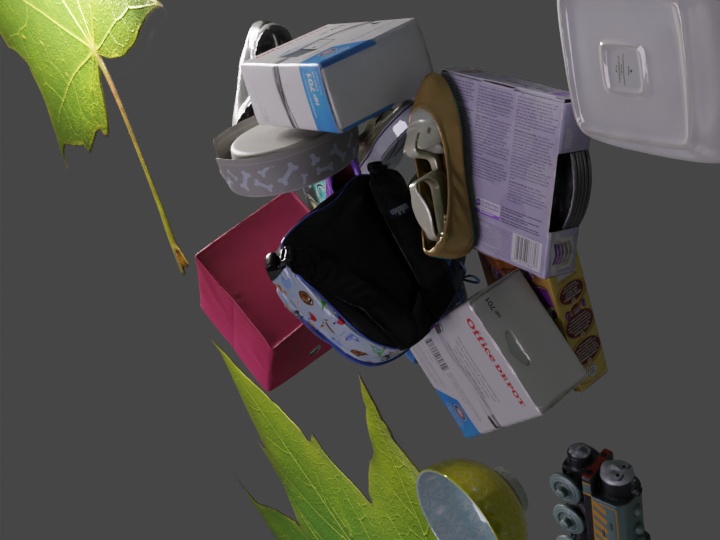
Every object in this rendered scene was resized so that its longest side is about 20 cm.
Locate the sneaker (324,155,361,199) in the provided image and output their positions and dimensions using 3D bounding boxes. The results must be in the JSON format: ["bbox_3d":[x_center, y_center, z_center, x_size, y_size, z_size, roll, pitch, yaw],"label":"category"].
[{"bbox_3d":[-0.021,-0.090,1.371,0.084,0.080,0.202,-91,-11,-59],"label":"sneaker"}]

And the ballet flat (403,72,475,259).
[{"bbox_3d":[0.079,-0.111,1.051,0.068,0.062,0.203,-12,89,57],"label":"ballet flat"}]

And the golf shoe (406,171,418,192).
[{"bbox_3d":[0.084,-0.102,1.210,0.078,0.098,0.200,24,132,-18],"label":"golf shoe"}]

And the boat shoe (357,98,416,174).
[{"bbox_3d":[0.030,-0.171,1.238,0.062,0.072,0.200,58,157,5],"label":"boat shoe"}]

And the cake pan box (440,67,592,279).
[{"bbox_3d":[0.155,-0.108,1.038,0.199,0.052,0.187,27,123,50],"label":"cake pan box"}]

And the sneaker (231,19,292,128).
[{"bbox_3d":[-0.146,-0.264,1.426,0.079,0.073,0.202,48,128,52],"label":"sneaker"}]

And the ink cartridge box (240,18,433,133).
[{"bbox_3d":[-0.031,-0.234,1.177,0.199,0.146,0.087,19,133,54],"label":"ink cartridge box"}]

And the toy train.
[{"bbox_3d":[0.305,0.307,1.234,0.113,0.085,0.202,16,130,39],"label":"toy train"}]

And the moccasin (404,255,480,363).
[{"bbox_3d":[0.107,0.027,1.295,0.081,0.067,0.202,57,137,50],"label":"moccasin"}]

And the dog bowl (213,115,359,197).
[{"bbox_3d":[-0.091,-0.157,1.251,0.199,0.199,0.059,21,134,52],"label":"dog bowl"}]

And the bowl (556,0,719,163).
[{"bbox_3d":[0.245,-0.185,0.832,0.199,0.074,0.202,24,136,50],"label":"bowl"}]

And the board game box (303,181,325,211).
[{"bbox_3d":[-0.054,-0.159,1.451,0.135,0.028,0.202,23,135,51],"label":"board game box"}]

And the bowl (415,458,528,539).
[{"bbox_3d":[0.185,0.354,1.461,0.200,0.107,0.202,41,149,33],"label":"bowl"}]

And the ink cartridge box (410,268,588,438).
[{"bbox_3d":[0.153,0.103,1.156,0.147,0.085,0.200,57,154,4],"label":"ink cartridge box"}]

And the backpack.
[{"bbox_3d":[0.005,0.012,1.135,0.191,0.200,0.154,45,154,7],"label":"backpack"}]

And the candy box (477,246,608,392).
[{"bbox_3d":[0.209,0.034,1.145,0.116,0.056,0.202,13,129,56],"label":"candy box"}]

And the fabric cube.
[{"bbox_3d":[-0.127,0.035,1.566,0.200,0.195,0.200,49,158,15],"label":"fabric cube"}]
